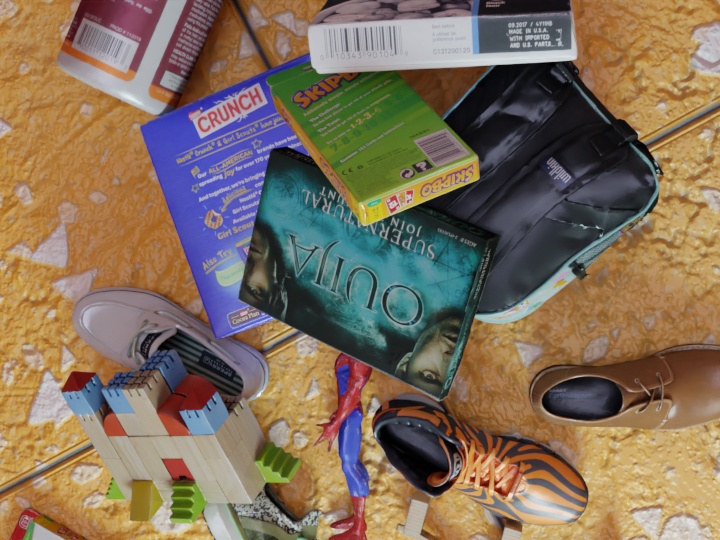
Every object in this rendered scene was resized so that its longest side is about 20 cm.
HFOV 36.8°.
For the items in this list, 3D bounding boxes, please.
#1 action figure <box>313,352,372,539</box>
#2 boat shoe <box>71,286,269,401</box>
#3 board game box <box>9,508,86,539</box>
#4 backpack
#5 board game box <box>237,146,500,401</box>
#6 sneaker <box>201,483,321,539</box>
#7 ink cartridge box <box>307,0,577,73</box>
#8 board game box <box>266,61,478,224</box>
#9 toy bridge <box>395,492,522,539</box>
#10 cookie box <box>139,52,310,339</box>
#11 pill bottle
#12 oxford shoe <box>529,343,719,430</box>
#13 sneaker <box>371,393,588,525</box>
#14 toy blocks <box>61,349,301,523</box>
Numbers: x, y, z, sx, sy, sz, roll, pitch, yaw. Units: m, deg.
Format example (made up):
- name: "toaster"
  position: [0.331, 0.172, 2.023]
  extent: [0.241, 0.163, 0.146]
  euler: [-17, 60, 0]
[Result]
- name: "action figure"
  position: [-0.011, 0.136, 0.957]
  extent: [0.051, 0.065, 0.202]
  euler: [4, 93, 5]
- name: "boat shoe"
  position: [-0.178, 0.064, 0.983]
  extent: [0.198, 0.067, 0.074]
  euler: [16, 94, 9]
- name: "board game box"
  position: [-0.258, 0.314, 1.025]
  extent: [0.199, 0.030, 0.096]
  euler: [27, 95, 11]
- name: "backpack"
  position: [0.122, -0.057, 0.884]
  extent: [0.200, 0.153, 0.176]
  euler: [-41, 79, 3]
- name: "board game box"
  position: [0.000, 0.000, 0.852]
  extent: [0.199, 0.028, 0.136]
  euler: [24, 112, 24]
- name: "sneaker"
  position: [-0.063, 0.255, 0.969]
  extent: [0.088, 0.077, 0.201]
  euler: [-35, 88, 0]
- name: "ink cartridge box"
  position: [0.071, -0.209, 0.869]
  extent: [0.196, 0.200, 0.044]
  euler: [-2, 115, 9]
- name: "board game box"
  position: [0.003, -0.114, 0.841]
  extent: [0.095, 0.030, 0.200]
  euler: [-22, 45, -12]
- name: "toy bridge"
  position: [0.126, 0.256, 0.954]
  extent: [0.198, 0.027, 0.068]
  euler: [15, 95, 10]
- name: "cookie box"
  position: [-0.077, -0.064, 0.958]
  extent: [0.170, 0.075, 0.202]
  euler: [-20, 88, 10]
- name: "pill bottle"
  position: [-0.178, -0.248, 0.953]
  extent: [0.113, 0.114, 0.201]
  euler: [26, 95, 8]
- name: "oxford shoe"
  position: [0.243, 0.105, 0.910]
  extent: [0.198, 0.071, 0.072]
  euler: [-9, 88, 8]
- name: "sneaker"
  position: [0.097, 0.172, 0.914]
  extent: [0.198, 0.112, 0.078]
  euler: [20, 95, 9]
- name: "toy blocks"
  position: [-0.167, 0.132, 0.936]
  extent: [0.198, 0.100, 0.138]
  euler: [-6, 120, 33]
